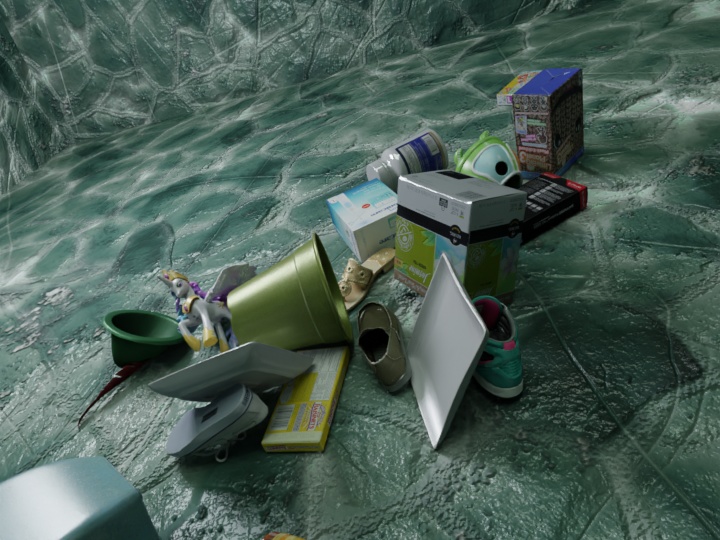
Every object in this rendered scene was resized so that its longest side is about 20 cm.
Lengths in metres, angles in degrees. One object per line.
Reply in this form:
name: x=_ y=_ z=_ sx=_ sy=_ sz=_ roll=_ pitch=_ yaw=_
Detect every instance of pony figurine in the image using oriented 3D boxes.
pony figurine: x=-0.284 y=0.076 z=1.061 sx=0.168 sy=0.190 sz=0.201 roll=-52 pitch=59 yaw=21

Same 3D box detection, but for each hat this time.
hat: x=-0.463 y=0.193 z=1.113 sx=0.195 sy=0.182 sz=0.164 roll=9 pitch=12 yaw=-36

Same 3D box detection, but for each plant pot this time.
plant pot: x=-0.129 y=0.065 z=0.969 sx=0.185 sy=0.204 sz=0.202 roll=-21 pitch=31 yaw=2
plant pot: x=-0.360 y=0.352 z=0.666 sx=0.192 sy=0.202 sz=0.198 roll=14 pitch=35 yaw=41

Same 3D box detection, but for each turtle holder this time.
turtle holder: x=0.277 y=-0.209 z=1.221 sx=0.181 sy=0.144 sz=0.132 roll=-23 pitch=48 yaw=-25

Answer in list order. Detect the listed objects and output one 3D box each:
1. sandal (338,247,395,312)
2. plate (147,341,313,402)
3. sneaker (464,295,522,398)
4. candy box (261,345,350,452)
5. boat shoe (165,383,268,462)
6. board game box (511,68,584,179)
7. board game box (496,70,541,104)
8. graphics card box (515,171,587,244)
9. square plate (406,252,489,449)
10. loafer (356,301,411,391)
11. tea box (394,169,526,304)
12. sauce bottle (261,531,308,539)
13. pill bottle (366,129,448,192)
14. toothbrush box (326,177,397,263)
sandal: x=-0.004 y=-0.001 z=1.115 sx=0.076 sy=0.071 sz=0.211 roll=15 pitch=45 yaw=41
plate: x=-0.193 y=0.170 z=0.858 sx=0.195 sy=0.199 sz=0.033 roll=-22 pitch=69 yaw=15
sneaker: x=0.167 y=0.091 z=0.828 sx=0.082 sy=0.125 sz=0.199 roll=-18 pitch=30 yaw=-28
candy box: x=-0.083 y=0.204 z=0.890 sx=0.099 sy=0.027 sz=0.202 roll=-6 pitch=34 yaw=18
boat shoe: x=-0.216 y=0.248 z=0.851 sx=0.200 sy=0.086 sz=0.076 roll=-35 pitch=32 yaw=24
board game box: x=0.439 y=-0.338 z=1.268 sx=0.095 sy=0.205 sz=0.159 roll=18 pitch=46 yaw=42
board game box: x=0.539 y=-0.587 z=1.749 sx=0.132 sy=0.035 sz=0.200 roll=12 pitch=43 yaw=38
graphics card box: x=0.358 y=-0.131 z=1.143 sx=0.196 sy=0.052 sz=0.125 roll=-27 pitch=33 yaw=-15
square plate: x=0.122 y=0.111 z=0.792 sx=0.027 sy=0.205 sz=0.200 roll=9 pitch=28 yaw=-15
loafer: x=0.032 y=0.109 z=0.916 sx=0.074 sy=0.070 sz=0.201 roll=-36 pitch=32 yaw=7
tea box: x=0.167 y=-0.055 z=0.965 sx=0.130 sy=0.204 sz=0.199 roll=-13 pitch=25 yaw=-29
sauce bottle: x=-0.029 y=0.347 z=0.613 sx=0.194 sy=0.068 sz=0.067 roll=0 pitch=35 yaw=26
pill bottle: x=0.118 y=-0.270 z=1.410 sx=0.196 sy=0.123 sz=0.120 roll=-27 pitch=33 yaw=-14
toothbrush box: x=0.021 y=-0.122 z=1.271 sx=0.143 sy=0.087 sz=0.201 roll=-24 pitch=34 yaw=-9
